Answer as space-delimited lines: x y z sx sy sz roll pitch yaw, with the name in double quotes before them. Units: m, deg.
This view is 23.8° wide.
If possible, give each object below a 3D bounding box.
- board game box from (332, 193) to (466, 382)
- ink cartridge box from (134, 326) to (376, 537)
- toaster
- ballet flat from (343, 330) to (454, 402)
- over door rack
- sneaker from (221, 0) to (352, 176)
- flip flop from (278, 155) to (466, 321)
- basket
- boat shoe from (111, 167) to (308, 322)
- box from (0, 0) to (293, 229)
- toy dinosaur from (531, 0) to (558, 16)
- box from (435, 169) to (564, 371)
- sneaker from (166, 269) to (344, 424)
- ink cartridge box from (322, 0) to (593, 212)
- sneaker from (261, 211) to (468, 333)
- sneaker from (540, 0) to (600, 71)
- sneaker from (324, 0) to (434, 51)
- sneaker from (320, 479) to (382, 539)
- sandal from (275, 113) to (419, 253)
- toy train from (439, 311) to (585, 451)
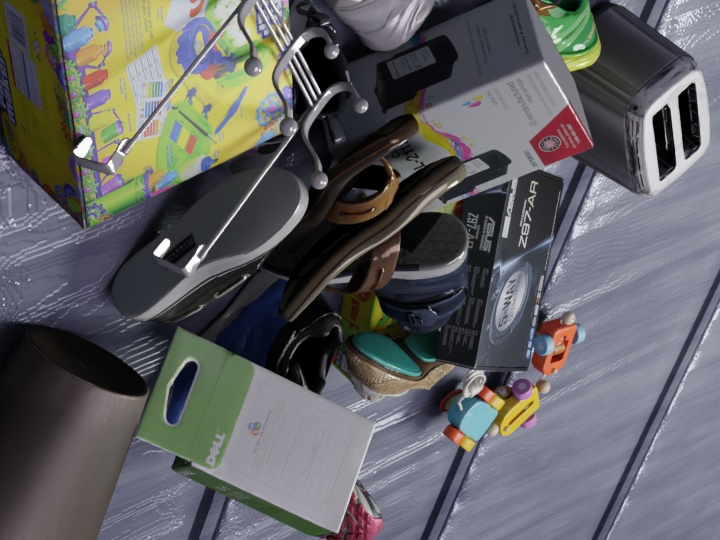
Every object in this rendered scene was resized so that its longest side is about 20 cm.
"board game box" 0.037 0.010 1.659 0.101 0.048 0.202 -19 134 -36
"ink cartridge box" -0.095 0.140 1.459 0.199 0.059 0.105 27 70 -18
"toaster" 0.266 -0.168 1.678 0.113 0.129 0.201 -38 143 -16
"ballet flat" 0.030 0.095 1.609 0.065 0.071 0.199 -52 156 18
"over door rack" -0.086 -0.095 1.210 0.200 0.066 0.148 -45 143 -10
"sneaker" -0.056 -0.127 1.357 0.077 0.140 0.201 -25 137 -30
"flip flop" 0.013 -0.019 1.423 0.199 0.081 0.058 -38 105 2
"basket" -0.266 0.160 1.400 0.179 0.136 0.201 22 101 -40
"boat shoe" -0.116 -0.019 1.416 0.199 0.071 0.063 -31 153 24
"box" -0.158 -0.172 1.223 0.192 0.122 0.201 -28 138 -28
"toy dinosaur" 0.145 -0.278 1.506 0.060 0.107 0.199 -41 156 32
"box" 0.138 -0.004 1.668 0.160 0.043 0.202 10 91 -66
"sneaker" -0.096 0.099 1.540 0.200 0.111 0.077 -49 144 0
"ink cartridge box" 0.080 -0.134 1.468 0.198 0.083 0.146 -22 147 15
"sneaker" 0.000 0.002 1.534 0.146 0.200 0.078 74 22 -67
"sneaker" 0.133 -0.215 1.559 0.199 0.074 0.084 -15 107 -34
"sneaker" 0.043 -0.277 1.389 0.099 0.078 0.201 24 103 -49
"sneaker" -0.041 0.173 1.588 0.074 0.200 0.081 -12 133 -37
"sandal" -0.005 -0.062 1.392 0.200 0.055 0.082 -44 180 44
"toy train" 0.157 0.116 1.881 0.199 0.055 0.151 -19 133 -40
